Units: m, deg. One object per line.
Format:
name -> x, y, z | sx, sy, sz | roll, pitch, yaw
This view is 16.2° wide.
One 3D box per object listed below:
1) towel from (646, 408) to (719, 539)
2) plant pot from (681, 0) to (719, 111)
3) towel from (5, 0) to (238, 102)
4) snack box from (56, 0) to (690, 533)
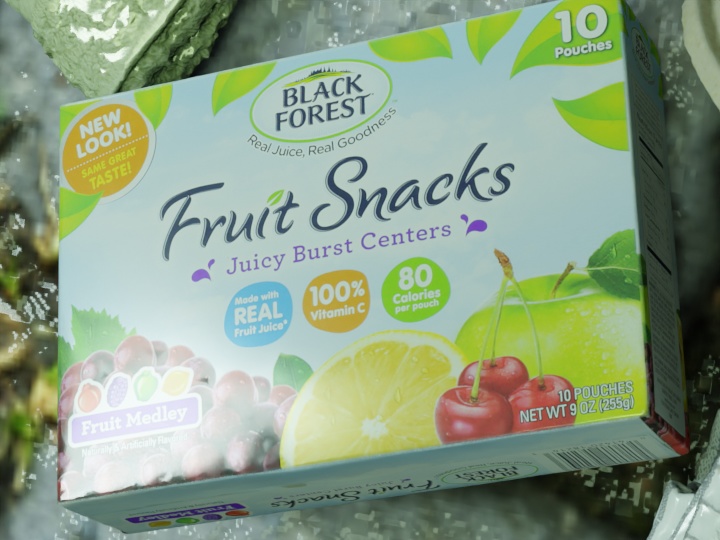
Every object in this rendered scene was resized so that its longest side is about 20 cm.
towel -> 0.152, 0.153, 0.780 | 0.166, 0.086, 0.200 | 25, 102, 21
plant pot -> 0.217, -0.086, 0.652 | 0.200, 0.200, 0.184 | 41, 118, 13
towel -> -0.071, -0.167, 0.859 | 0.148, 0.036, 0.200 | 43, 108, 13
snack box -> 0.000, 0.000, 0.814 | 0.200, 0.053, 0.142 | -10, 67, 21
